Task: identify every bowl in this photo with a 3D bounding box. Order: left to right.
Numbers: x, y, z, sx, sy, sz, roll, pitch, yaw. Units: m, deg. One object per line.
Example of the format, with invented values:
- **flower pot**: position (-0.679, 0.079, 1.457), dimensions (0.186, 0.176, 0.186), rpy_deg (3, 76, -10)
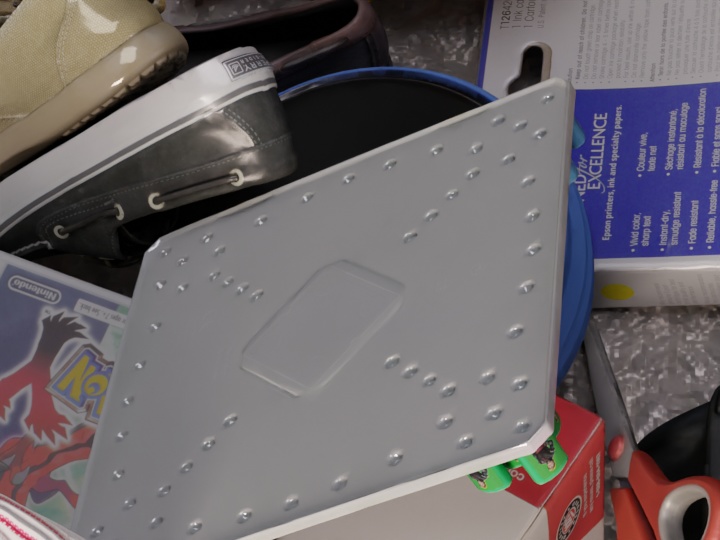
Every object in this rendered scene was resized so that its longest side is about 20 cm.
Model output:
- **bowl**: position (0.000, 0.000, 1.025), dimensions (0.200, 0.039, 0.201), rpy_deg (-8, 61, 14)

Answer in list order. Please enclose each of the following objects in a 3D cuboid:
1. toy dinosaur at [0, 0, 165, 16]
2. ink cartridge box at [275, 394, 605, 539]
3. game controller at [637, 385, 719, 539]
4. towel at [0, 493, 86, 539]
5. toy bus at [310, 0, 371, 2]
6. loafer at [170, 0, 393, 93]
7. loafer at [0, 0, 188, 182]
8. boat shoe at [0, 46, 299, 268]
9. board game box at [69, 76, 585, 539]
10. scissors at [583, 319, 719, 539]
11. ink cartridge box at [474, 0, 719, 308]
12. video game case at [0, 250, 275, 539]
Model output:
- **toy dinosaur**: position (-0.172, -0.140, 1.114), dimensions (0.200, 0.101, 0.058), rpy_deg (33, 101, 48)
- **ink cartridge box**: position (0.008, 0.147, 0.887), dimensions (0.083, 0.147, 0.200), rpy_deg (26, 62, 21)
- **game controller**: position (0.135, 0.137, 0.917), dimensions (0.042, 0.104, 0.200), rpy_deg (21, 56, -18)
- **towel**: position (-0.137, 0.146, 0.872), dimensions (0.146, 0.200, 0.030), rpy_deg (24, 50, 22)
- **toy bus**: position (-0.010, -0.192, 1.116), dimensions (0.192, 0.136, 0.200), rpy_deg (-47, 63, 20)
- **loafer**: position (-0.085, -0.092, 1.100), dimensions (0.200, 0.063, 0.072), rpy_deg (-10, 56, -1)
- **loafer**: position (-0.159, -0.075, 1.039), dimensions (0.200, 0.076, 0.068), rpy_deg (-29, 88, 32)
- **boat shoe**: position (-0.104, -0.032, 1.017), dimensions (0.069, 0.200, 0.057), rpy_deg (-25, 88, -48)
- **board game box**: position (-0.009, 0.029, 0.883), dimensions (0.200, 0.026, 0.200), rpy_deg (-21, 35, 24)
- **scissors**: position (0.105, 0.085, 0.963), dimensions (0.014, 0.073, 0.200), rpy_deg (17, 17, -20)
- **ink cartridge box**: position (0.152, -0.074, 1.074), dimensions (0.200, 0.047, 0.198), rpy_deg (-2, 57, 18)
- **video game case**: position (-0.121, 0.097, 0.974), dimensions (0.200, 0.023, 0.182), rpy_deg (19, 74, 22)
